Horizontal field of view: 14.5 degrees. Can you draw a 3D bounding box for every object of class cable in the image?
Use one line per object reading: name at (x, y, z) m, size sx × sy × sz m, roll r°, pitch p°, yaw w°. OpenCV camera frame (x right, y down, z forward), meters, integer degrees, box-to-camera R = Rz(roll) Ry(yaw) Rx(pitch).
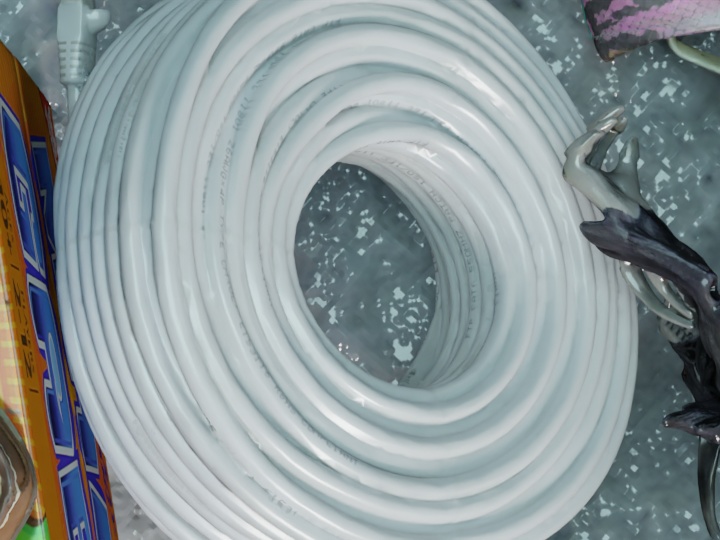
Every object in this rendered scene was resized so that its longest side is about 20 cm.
cable at (0.000, 0.000, 0.862) m, size 0.200 × 0.069 × 0.201 m, roll 14°, pitch 70°, yaw -34°

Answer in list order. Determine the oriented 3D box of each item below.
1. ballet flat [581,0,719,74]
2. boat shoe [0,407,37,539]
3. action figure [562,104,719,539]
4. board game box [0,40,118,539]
ballet flat at (0.170, -0.087, 0.920) m, size 0.199 × 0.069 × 0.071 m, roll 2°, pitch 103°, yaw 4°
boat shoe at (-0.174, 0.019, 0.702) m, size 0.200 × 0.072 × 0.076 m, roll 28°, pitch 86°, yaw 3°
action figure at (0.131, -0.021, 0.864) m, size 0.102 × 0.119 × 0.200 m, roll 42°, pitch 122°, yaw 35°
board game box at (-0.184, 0.049, 0.836) m, size 0.199 × 0.200 × 0.201 m, roll -10°, pitch 85°, yaw -1°
